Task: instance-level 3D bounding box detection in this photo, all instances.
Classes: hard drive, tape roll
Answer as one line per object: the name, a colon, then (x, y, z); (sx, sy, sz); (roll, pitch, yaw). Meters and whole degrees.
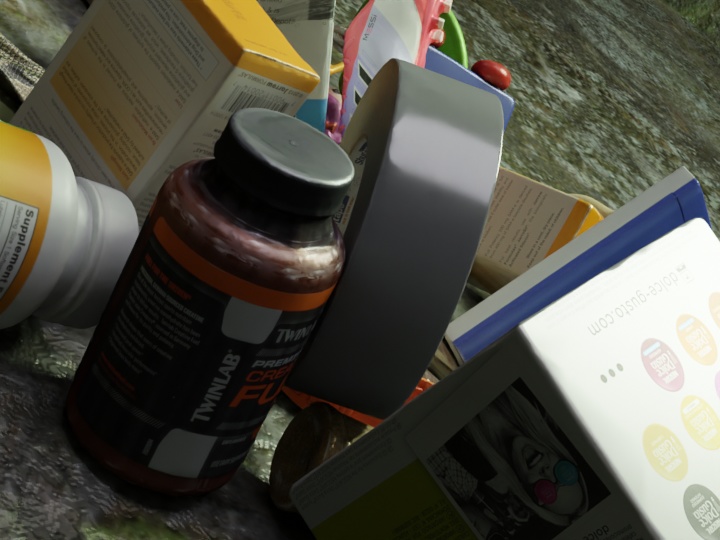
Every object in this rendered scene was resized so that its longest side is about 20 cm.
hard drive: (0.161, 0.025, 1.239); (0.025, 0.200, 0.132); (53, -4, 38)
tape roll: (0.014, -0.019, 1.020); (0.066, 0.201, 0.200); (20, 25, -10)

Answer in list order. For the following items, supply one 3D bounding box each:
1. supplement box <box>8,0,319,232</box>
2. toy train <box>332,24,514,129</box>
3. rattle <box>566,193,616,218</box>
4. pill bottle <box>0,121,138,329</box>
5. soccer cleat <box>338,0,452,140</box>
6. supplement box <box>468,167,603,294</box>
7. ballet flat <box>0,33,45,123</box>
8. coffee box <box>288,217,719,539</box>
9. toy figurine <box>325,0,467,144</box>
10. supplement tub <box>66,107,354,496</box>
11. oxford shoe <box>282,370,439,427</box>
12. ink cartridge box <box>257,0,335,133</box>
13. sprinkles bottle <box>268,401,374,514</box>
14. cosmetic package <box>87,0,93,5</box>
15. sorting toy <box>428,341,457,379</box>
supplement box: (-0.132, -0.084, 1.059); (0.073, 0.200, 0.126); (13, 32, -51)
toy train: (0.016, -0.159, 1.427); (0.200, 0.085, 0.116); (29, -14, -25)
rattle: (0.216, 0.010, 1.441); (0.143, 0.199, 0.131); (47, 41, -38)
pill bottle: (-0.222, -0.032, 0.937); (0.200, 0.111, 0.111); (19, 28, -39)
soccer cleat: (0.012, -0.143, 1.321); (0.076, 0.201, 0.067); (16, -16, 8)
supplement box: (0.107, -0.028, 1.346); (0.200, 0.074, 0.126); (26, -8, 38)
ballet flat: (-0.270, -0.143, 1.158); (0.200, 0.068, 0.075); (41, 37, 3)
coffee box: (0.125, 0.124, 0.937); (0.199, 0.200, 0.198); (-26, 80, -49)
toy figurine: (-0.012, -0.152, 1.534); (0.184, 0.150, 0.201); (-11, 75, -45)
supplement tub: (-0.076, 0.015, 0.935); (0.107, 0.200, 0.107); (22, 27, -12)
oxford shoe: (-0.002, 0.071, 1.159); (0.200, 0.071, 0.073); (38, 1, -8)
ink cartridge box: (-0.093, -0.194, 1.282); (0.144, 0.201, 0.084); (2, 29, -6)
sprinkles bottle: (0.043, 0.145, 1.054); (0.200, 0.068, 0.068); (26, 24, -26)
cosmetic package: (-0.181, -0.248, 1.486); (0.105, 0.071, 0.200); (13, 32, -47)
sorting toy: (0.000, 0.000, 1.248); (0.200, 0.036, 0.185); (51, 7, -44)
